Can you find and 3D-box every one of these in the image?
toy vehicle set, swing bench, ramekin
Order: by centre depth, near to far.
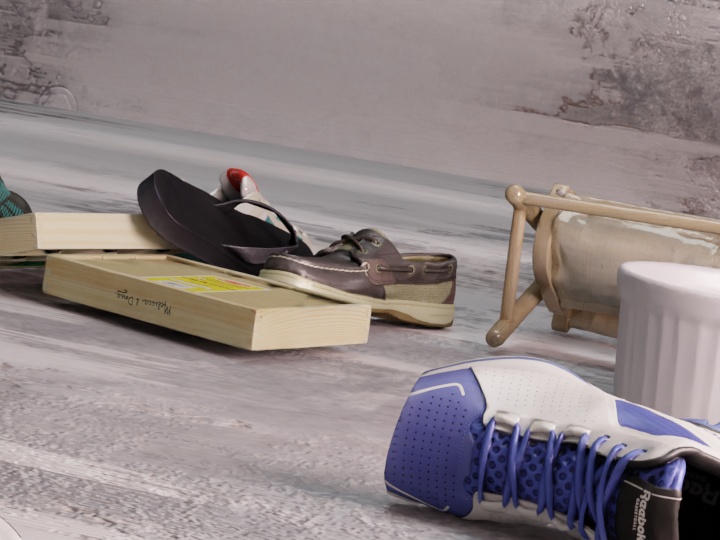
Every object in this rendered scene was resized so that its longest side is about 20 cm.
[{"bbox_3d":[0.258,0.059,1.377,0.200,0.098,0.200,9,7,-1],"label":"ramekin"},{"bbox_3d":[-0.108,0.020,1.481,0.200,0.027,0.124,13,9,38],"label":"toy vehicle set"},{"bbox_3d":[-0.222,-0.022,1.600,0.124,0.027,0.200,-8,-4,34],"label":"toy vehicle set"},{"bbox_3d":[0.224,0.009,1.625,0.199,0.130,0.200,11,7,21],"label":"swing bench"}]

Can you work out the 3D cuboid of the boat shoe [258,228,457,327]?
[{"bbox_3d":[0.001,0.000,1.613,0.072,0.066,0.201,9,-2,43],"label":"boat shoe"}]

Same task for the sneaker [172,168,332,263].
[{"bbox_3d":[-0.081,-0.034,1.748,0.200,0.094,0.070,3,9,-35],"label":"sneaker"}]

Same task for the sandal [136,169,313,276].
[{"bbox_3d":[-0.090,-0.026,1.627,0.043,0.076,0.200,-35,-31,21],"label":"sandal"}]

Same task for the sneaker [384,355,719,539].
[{"bbox_3d":[0.110,0.093,0.982,0.199,0.081,0.115,11,5,7],"label":"sneaker"}]

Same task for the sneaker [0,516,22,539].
[{"bbox_3d":[-0.206,0.091,0.658,0.200,0.075,0.087,9,12,8],"label":"sneaker"}]

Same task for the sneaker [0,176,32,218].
[{"bbox_3d":[-0.309,-0.062,1.713,0.077,0.091,0.200,10,7,7],"label":"sneaker"}]
